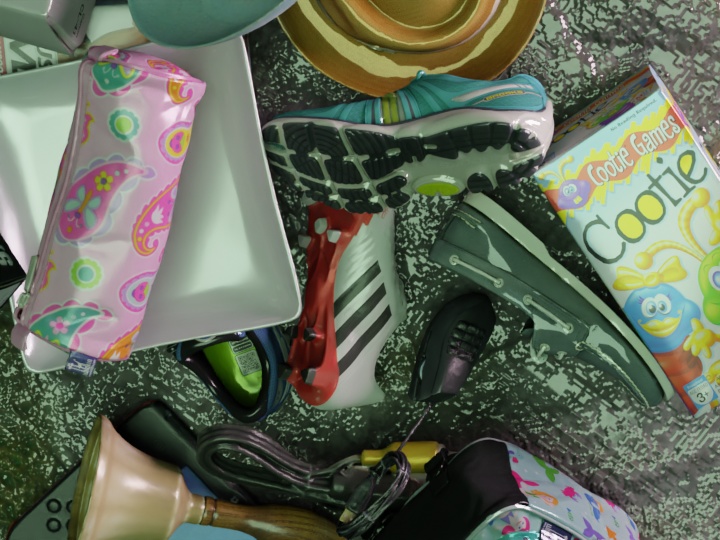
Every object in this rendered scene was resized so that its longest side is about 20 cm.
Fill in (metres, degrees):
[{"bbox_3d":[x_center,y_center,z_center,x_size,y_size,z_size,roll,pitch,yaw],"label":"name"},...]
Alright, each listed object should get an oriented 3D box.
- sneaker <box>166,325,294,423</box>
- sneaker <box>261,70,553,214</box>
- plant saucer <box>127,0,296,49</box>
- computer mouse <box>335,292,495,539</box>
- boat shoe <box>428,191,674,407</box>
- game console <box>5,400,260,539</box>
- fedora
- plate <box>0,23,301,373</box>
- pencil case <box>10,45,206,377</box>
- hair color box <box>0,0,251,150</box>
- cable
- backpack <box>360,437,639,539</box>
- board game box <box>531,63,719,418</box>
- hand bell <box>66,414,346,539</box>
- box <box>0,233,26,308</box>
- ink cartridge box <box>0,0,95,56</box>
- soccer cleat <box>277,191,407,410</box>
[{"bbox_3d":[-0.104,0.017,1.217,0.078,0.089,0.201,-26,101,10],"label":"sneaker"},{"bbox_3d":[0.031,-0.090,1.148,0.198,0.080,0.078,-3,134,15],"label":"sneaker"},{"bbox_3d":[-0.066,-0.220,1.120,0.201,0.202,0.039,-40,133,14],"label":"plant saucer"},{"bbox_3d":[0.033,0.096,1.201,0.034,0.058,0.201,39,68,-22],"label":"computer mouse"},{"bbox_3d":[0.131,0.032,1.202,0.200,0.073,0.062,44,86,1],"label":"boat shoe"},{"bbox_3d":[-0.151,0.222,1.306,0.177,0.031,0.200,-41,98,14],"label":"game console"},{"bbox_3d":[0.028,-0.201,1.149,0.198,0.082,0.203,1,104,5],"label":"fedora"},{"bbox_3d":[-0.151,-0.047,1.162,0.197,0.032,0.202,-12,96,9],"label":"plate"},{"bbox_3d":[-0.162,-0.040,1.105,0.087,0.087,0.202,17,99,0],"label":"pencil case"},{"bbox_3d":[-0.176,-0.137,1.198,0.197,0.061,0.100,-2,104,5],"label":"hair color box"},{"bbox_3d":[-0.022,0.147,1.255,0.198,0.051,0.098,12,139,-4],"label":"cable"},{"bbox_3d":[0.115,0.232,1.212,0.199,0.151,0.178,28,115,-35],"label":"backpack"},{"bbox_3d":[0.210,-0.022,1.170,0.104,0.103,0.201,-33,100,13],"label":"board game box"},{"bbox_3d":[-0.105,0.177,1.253,0.198,0.104,0.105,14,106,-14],"label":"hand bell"},{"bbox_3d":[-0.333,-0.026,1.194,0.159,0.046,0.201,-42,77,34],"label":"box"},{"bbox_3d":[-0.266,-0.243,1.135,0.198,0.086,0.149,15,83,9],"label":"ink cartridge box"},{"bbox_3d":[0.000,0.000,1.220,0.085,0.068,0.202,11,90,-37],"label":"soccer cleat"}]
